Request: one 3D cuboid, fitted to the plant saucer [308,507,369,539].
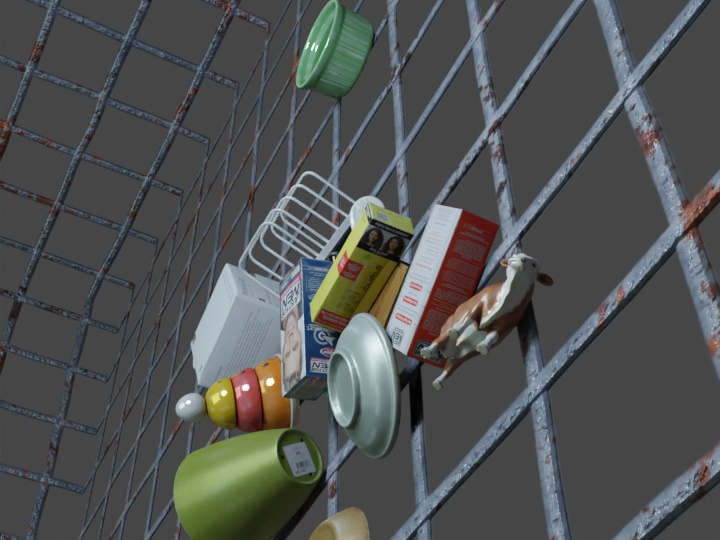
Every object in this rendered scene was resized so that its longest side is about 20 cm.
[{"bbox_3d":[-0.048,0.414,1.531,0.200,0.035,0.200,-56,22,36],"label":"plant saucer"}]

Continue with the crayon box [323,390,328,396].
[{"bbox_3d":[-0.062,0.101,1.885,0.126,0.052,0.200,1,71,71],"label":"crayon box"}]

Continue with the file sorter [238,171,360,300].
[{"bbox_3d":[-0.105,-0.057,1.964,0.139,0.124,0.200,-55,1,38],"label":"file sorter"}]

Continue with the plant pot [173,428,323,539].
[{"bbox_3d":[-0.154,0.325,1.751,0.200,0.187,0.187,-35,36,35],"label":"plant pot"}]

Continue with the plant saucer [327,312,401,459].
[{"bbox_3d":[-0.005,0.159,1.545,0.200,0.050,0.200,176,90,-69],"label":"plant saucer"}]

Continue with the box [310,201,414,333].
[{"bbox_3d":[0.000,0.000,1.671,0.200,0.075,0.050,-58,21,27],"label":"box"}]

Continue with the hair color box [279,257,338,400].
[{"bbox_3d":[-0.082,0.092,1.772,0.100,0.060,0.200,133,139,-53],"label":"hair color box"}]

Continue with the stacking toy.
[{"bbox_3d":[-0.209,0.221,1.898,0.146,0.200,0.146,175,90,-71],"label":"stacking toy"}]

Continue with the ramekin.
[{"bbox_3d":[-0.051,-0.460,2.392,0.200,0.098,0.200,-55,23,37],"label":"ramekin"}]

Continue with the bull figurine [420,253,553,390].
[{"bbox_3d":[0.140,0.058,1.304,0.121,0.065,0.200,-41,-9,-35],"label":"bull figurine"}]

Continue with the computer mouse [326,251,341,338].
[{"bbox_3d":[-0.037,0.064,1.786,0.059,0.034,0.200,-31,60,43],"label":"computer mouse"}]

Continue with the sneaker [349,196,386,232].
[{"bbox_3d":[0.016,-0.013,1.795,0.082,0.077,0.200,69,-153,-69],"label":"sneaker"}]

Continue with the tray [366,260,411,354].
[{"bbox_3d":[0.030,0.083,1.669,0.200,0.037,0.099,-69,18,4],"label":"tray"}]

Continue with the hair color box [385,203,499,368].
[{"bbox_3d":[0.103,0.018,1.487,0.200,0.061,0.102,-68,19,1],"label":"hair color box"}]

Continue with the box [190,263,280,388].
[{"bbox_3d":[-0.234,0.121,2.230,0.200,0.131,0.199,-65,19,12],"label":"box"}]
